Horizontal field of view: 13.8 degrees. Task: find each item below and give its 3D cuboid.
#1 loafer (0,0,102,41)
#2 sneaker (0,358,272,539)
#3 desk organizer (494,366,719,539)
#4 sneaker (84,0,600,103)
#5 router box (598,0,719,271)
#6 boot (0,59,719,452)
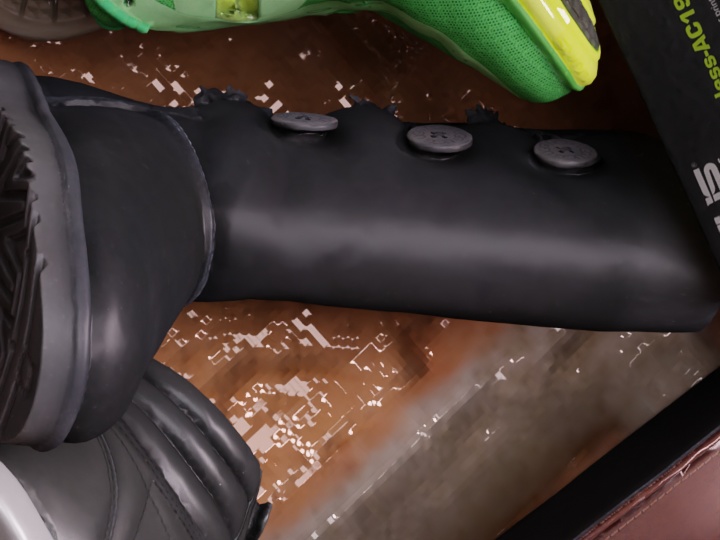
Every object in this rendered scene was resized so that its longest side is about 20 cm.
[{"bbox_3d":[-0.032,-0.137,0.823,0.200,0.068,0.076,-42,88,-4],"label":"loafer"},{"bbox_3d":[-0.049,0.109,0.767,0.099,0.071,0.200,-42,116,-48],"label":"sneaker"},{"bbox_3d":[0.089,0.089,0.816,0.200,0.072,0.077,-35,94,-20],"label":"desk organizer"},{"bbox_3d":[-0.030,-0.094,0.759,0.200,0.074,0.084,28,110,-2],"label":"sneaker"},{"bbox_3d":[0.113,-0.095,0.815,0.150,0.062,0.200,-12,78,-63],"label":"router box"},{"bbox_3d":[0.000,-0.001,0.765,0.200,0.165,0.066,9,117,-17],"label":"boot"}]
